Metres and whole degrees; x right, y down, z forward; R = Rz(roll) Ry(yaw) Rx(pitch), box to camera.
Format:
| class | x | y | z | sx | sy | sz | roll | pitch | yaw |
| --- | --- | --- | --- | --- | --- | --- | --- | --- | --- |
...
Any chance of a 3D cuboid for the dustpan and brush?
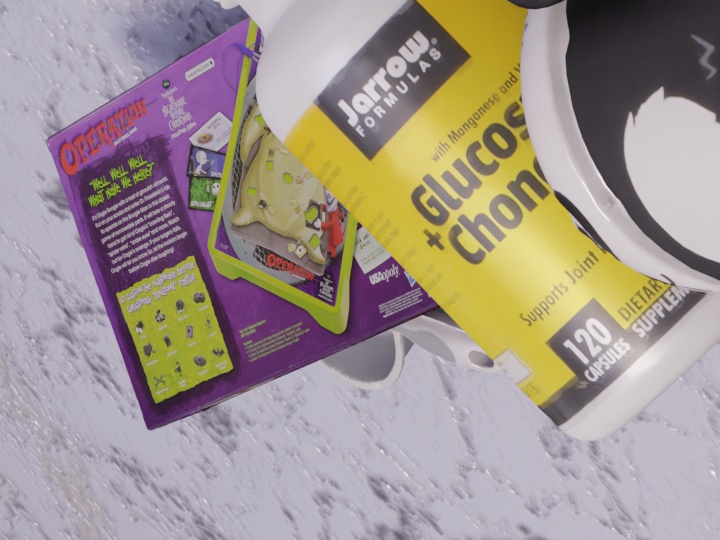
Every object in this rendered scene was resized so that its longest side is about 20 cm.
| class | x | y | z | sx | sy | sz | roll | pitch | yaw |
| --- | --- | --- | --- | --- | --- | --- | --- | --- | --- |
| dustpan and brush | 0.000 | 0.000 | 1.088 | 0.199 | 0.057 | 0.140 | 13 | 138 | 47 |

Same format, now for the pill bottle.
| class | x | y | z | sx | sy | sz | roll | pitch | yaw |
| --- | --- | --- | --- | --- | --- | --- | --- | --- | --- |
| pill bottle | 0.039 | -0.053 | 0.905 | 0.200 | 0.112 | 0.112 | 45 | 153 | 2 |

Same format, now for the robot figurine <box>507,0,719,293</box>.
| class | x | y | z | sx | sy | sz | roll | pitch | yaw |
| --- | --- | --- | --- | --- | --- | --- | --- | --- | --- |
| robot figurine | 0.124 | -0.059 | 0.762 | 0.151 | 0.125 | 0.200 | 60 | 151 | -8 |

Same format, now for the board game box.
| class | x | y | z | sx | sy | sz | roll | pitch | yaw |
| --- | --- | --- | --- | --- | --- | --- | --- | --- | --- |
| board game box | -0.033 | -0.025 | 1.050 | 0.200 | 0.032 | 0.121 | -24 | 88 | 49 |
